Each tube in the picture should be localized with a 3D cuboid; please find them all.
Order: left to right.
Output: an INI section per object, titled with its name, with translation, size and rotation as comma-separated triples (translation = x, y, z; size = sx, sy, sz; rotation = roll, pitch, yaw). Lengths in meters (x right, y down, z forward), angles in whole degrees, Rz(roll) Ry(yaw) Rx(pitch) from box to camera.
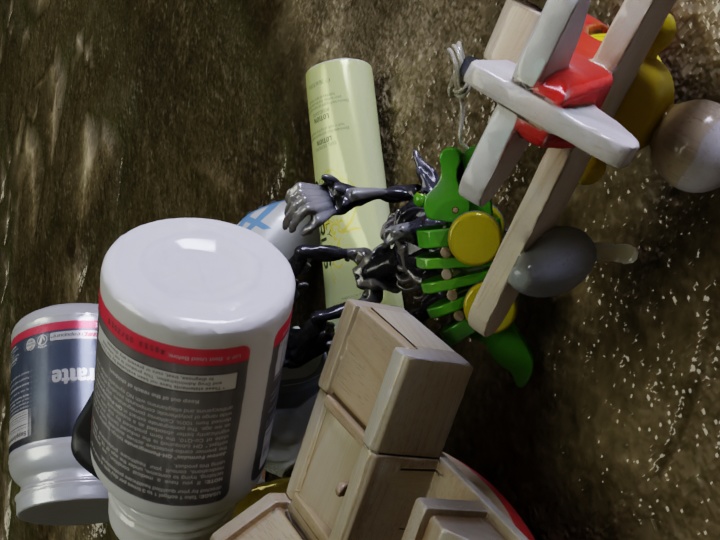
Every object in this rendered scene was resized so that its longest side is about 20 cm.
[tube]
translation = -0.006, -0.052, 0.825
size = 0.058, 0.052, 0.201
rotation = 107, 158, -78

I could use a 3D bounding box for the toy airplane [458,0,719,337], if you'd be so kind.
[toy airplane]
translation = 0.118, -0.078, 0.532
size = 0.200, 0.141, 0.200
rotation = 118, 178, -67

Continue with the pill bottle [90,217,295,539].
[pill bottle]
translation = -0.106, 0.078, 0.688
size = 0.111, 0.110, 0.201
rotation = -122, 35, -47

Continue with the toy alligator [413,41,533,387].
[toy alligator]
translation = 0.054, -0.027, 0.654
size = 0.059, 0.054, 0.201
rotation = -45, -58, -78

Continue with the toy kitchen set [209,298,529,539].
[toy kitchen set]
translation = -0.039, 0.130, 0.567
size = 0.163, 0.180, 0.201
rotation = 39, 114, 55

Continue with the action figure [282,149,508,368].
[action figure]
translation = 0.000, 0.000, 0.734
size = 0.200, 0.102, 0.119
rotation = -30, 77, 39

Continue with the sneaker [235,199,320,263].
[sneaker]
translation = -0.103, 0.018, 0.875
size = 0.200, 0.072, 0.072
rotation = -38, 31, -8

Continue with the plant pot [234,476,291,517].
[plant pot]
translation = -0.085, 0.246, 0.777
size = 0.200, 0.200, 0.143
rotation = -15, 96, 57

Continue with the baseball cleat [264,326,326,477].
[baseball cleat]
translation = -0.104, 0.118, 0.859
size = 0.200, 0.070, 0.107
rotation = -25, 91, 26

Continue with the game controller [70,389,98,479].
[game controller]
translation = -0.138, 0.099, 0.810
size = 0.104, 0.042, 0.200
rotation = 41, 125, 6

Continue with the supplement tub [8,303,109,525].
[supplement tub]
translation = -0.285, 0.146, 1.155
size = 0.140, 0.140, 0.201
rotation = -36, 53, 50

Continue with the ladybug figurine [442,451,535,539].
[ladybug figurine]
translation = 0.049, 0.175, 0.652
size = 0.200, 0.072, 0.136
rotation = 36, 113, 57

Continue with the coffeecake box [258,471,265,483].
[coffeecake box]
translation = -0.139, 0.077, 0.991
size = 0.153, 0.073, 0.201
rotation = -3, 80, 57
